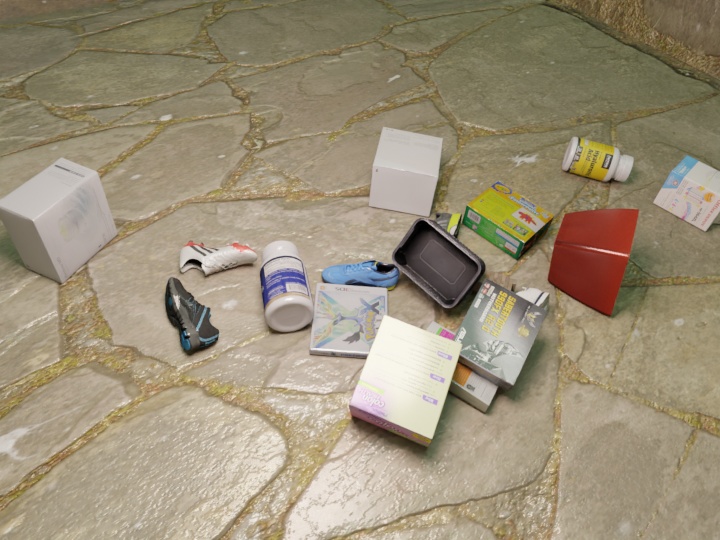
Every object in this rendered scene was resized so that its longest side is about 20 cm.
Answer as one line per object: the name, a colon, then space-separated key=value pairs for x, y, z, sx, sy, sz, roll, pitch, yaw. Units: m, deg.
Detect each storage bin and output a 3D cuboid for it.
storage bin: x=0.191 y=-0.020 z=1.305 sx=0.199 sy=0.136 sz=0.093 roll=41 pitch=14 yaw=15

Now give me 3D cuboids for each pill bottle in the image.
pill bottle: x=-0.178 y=0.032 z=1.261 sx=0.113 sy=0.117 sz=0.202 roll=-6 pitch=48 yaw=-12
pill bottle: x=0.769 y=-0.355 z=1.734 sx=0.196 sy=0.113 sz=0.112 roll=17 pitch=47 yaw=10

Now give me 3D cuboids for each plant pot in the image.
plant pot: x=0.590 y=-0.041 z=1.377 sx=0.173 sy=0.203 sz=0.201 roll=16 pitch=46 yaw=23

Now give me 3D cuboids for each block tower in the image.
block tower: x=0.295 y=0.026 z=1.365 sx=0.196 sy=0.055 sz=0.058 roll=19 pitch=48 yaw=12

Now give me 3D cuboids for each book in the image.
book: x=0.218 y=0.208 z=1.195 sx=0.198 sy=0.049 sz=0.134 roll=29 pitch=48 yaw=18

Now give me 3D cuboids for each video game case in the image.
video game case: x=-0.024 y=0.116 z=1.266 sx=0.178 sy=0.022 sz=0.203 roll=4 pitch=47 yaw=-2

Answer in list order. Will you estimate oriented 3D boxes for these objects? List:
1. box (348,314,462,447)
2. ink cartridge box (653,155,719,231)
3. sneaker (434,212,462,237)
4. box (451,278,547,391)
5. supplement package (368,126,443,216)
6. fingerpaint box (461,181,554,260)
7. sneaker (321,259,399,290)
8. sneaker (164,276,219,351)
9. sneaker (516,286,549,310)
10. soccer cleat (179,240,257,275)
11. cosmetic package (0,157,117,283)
box: x=0.093 y=0.224 z=1.091 sx=0.173 sy=0.097 sz=0.203 roll=19 pitch=65 yaw=11
ink cartridge box: x=1.043 y=-0.231 z=1.640 sx=0.124 sy=0.130 sz=0.199 roll=-33 pitch=58 yaw=-31
sneaker: x=0.219 y=-0.092 z=1.464 sx=0.079 sy=0.075 sz=0.201 roll=12 pitch=40 yaw=18
box: x=0.302 y=0.138 z=1.184 sx=0.156 sy=0.049 sz=0.201 roll=29 pitch=64 yaw=14
supplement package: x=0.134 y=-0.292 z=1.575 sx=0.187 sy=0.149 sz=0.202 roll=11 pitch=47 yaw=4
fingerpaint box: x=0.419 y=-0.146 z=1.525 sx=0.199 sy=0.074 sz=0.166 roll=38 pitch=55 yaw=25
sneaker: x=0.000 y=0.000 z=1.340 sx=0.195 sy=0.079 sz=0.067 roll=4 pitch=48 yaw=-1
sneaker: x=-0.389 y=0.096 z=1.220 sx=0.081 sy=0.074 sz=0.201 roll=-9 pitch=52 yaw=-37
sneaker: x=0.381 y=0.108 z=1.298 sx=0.080 sy=0.078 sz=0.199 roll=27 pitch=45 yaw=35
soccer cleat: x=-0.355 y=-0.025 z=1.332 sx=0.195 sy=0.069 sz=0.087 roll=4 pitch=55 yaw=2
cosmetic package: x=-0.715 y=-0.119 z=1.278 sx=0.121 sy=0.202 sz=0.201 roll=21 pitch=48 yaw=13
